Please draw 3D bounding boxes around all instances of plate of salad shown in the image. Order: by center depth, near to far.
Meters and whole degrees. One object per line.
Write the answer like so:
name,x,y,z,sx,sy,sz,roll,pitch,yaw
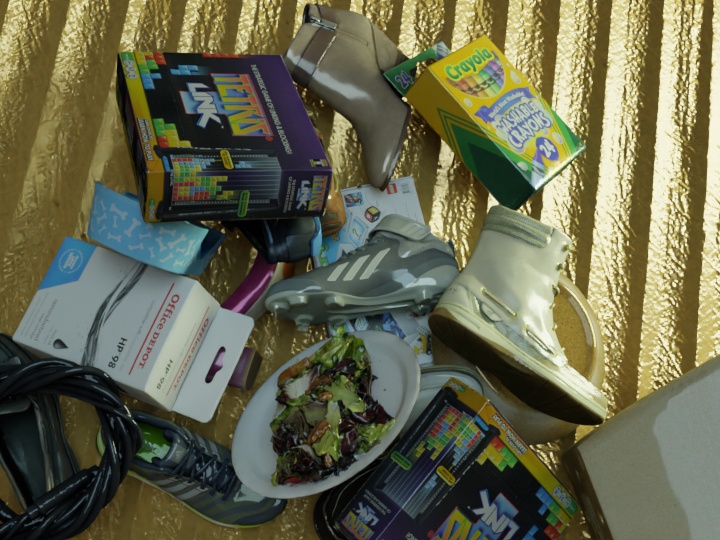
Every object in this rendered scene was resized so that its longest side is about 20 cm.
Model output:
plate of salad,-0.038,0.122,0.983,0.200,0.199,0.048,-41,123,-15

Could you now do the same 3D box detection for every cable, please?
cable,-0.293,0.164,0.951,0.197,0.051,0.166,-3,76,1

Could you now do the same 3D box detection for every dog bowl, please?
dog bowl,-0.195,-0.036,1.017,0.110,0.200,0.050,24,90,4

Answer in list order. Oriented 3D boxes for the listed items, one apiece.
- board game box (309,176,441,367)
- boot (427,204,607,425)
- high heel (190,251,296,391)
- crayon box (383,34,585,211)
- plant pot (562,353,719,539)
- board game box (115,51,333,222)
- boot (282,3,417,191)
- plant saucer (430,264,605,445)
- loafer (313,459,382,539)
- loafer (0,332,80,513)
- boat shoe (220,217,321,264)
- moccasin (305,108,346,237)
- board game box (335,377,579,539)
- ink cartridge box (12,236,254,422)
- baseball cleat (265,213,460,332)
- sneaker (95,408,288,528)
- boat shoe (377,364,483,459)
board game box,0.017,0.011,1.105,0.124,0.035,0.203,-11,76,-9
boot,0.178,0.043,1.040,0.199,0.072,0.156,34,63,-7
high heel,-0.127,0.022,1.081,0.095,0.067,0.203,12,73,14
crayon box,0.133,-0.169,1.129,0.200,0.052,0.125,48,45,5
plant pot,0.301,0.205,1.008,0.175,0.200,0.202,-20,77,-1
board game box,-0.130,-0.127,0.976,0.163,0.057,0.201,-4,42,-19
boot,-0.018,-0.191,1.127,0.145,0.070,0.202,23,51,-16
plant saucer,0.169,0.074,1.084,0.197,0.035,0.203,5,72,-16
loafer,0.045,0.204,1.034,0.198,0.071,0.074,-26,78,-13
loafer,-0.321,0.147,1.009,0.071,0.063,0.202,-30,80,5
boat shoe,-0.115,-0.075,1.052,0.068,0.085,0.199,-22,38,-28
moccasin,-0.070,-0.127,1.095,0.073,0.078,0.203,-13,53,-8
board game box,0.094,0.221,0.965,0.166,0.057,0.200,-50,128,-10
ink cartridge box,-0.215,0.055,1.017,0.198,0.067,0.117,17,71,21
baseball cleat,0.000,0.000,1.062,0.197,0.070,0.108,-2,62,-13
sneaker,-0.162,0.188,1.011,0.198,0.081,0.075,21,73,0
boat shoe,0.025,0.148,1.024,0.197,0.069,0.076,-17,106,6
